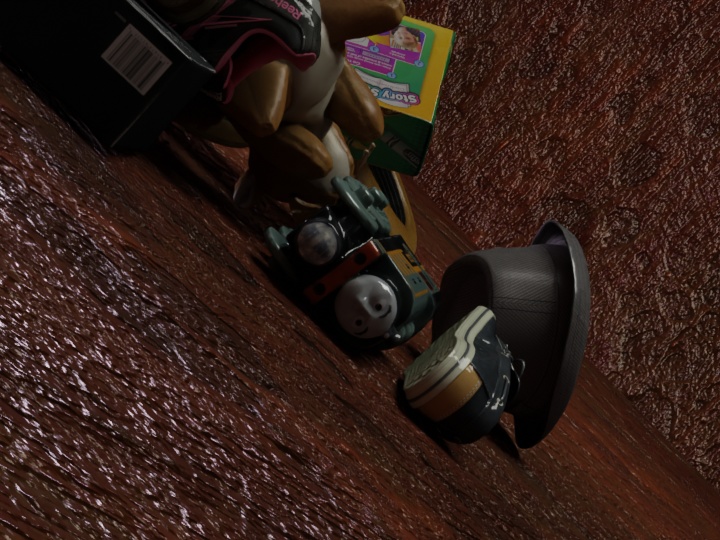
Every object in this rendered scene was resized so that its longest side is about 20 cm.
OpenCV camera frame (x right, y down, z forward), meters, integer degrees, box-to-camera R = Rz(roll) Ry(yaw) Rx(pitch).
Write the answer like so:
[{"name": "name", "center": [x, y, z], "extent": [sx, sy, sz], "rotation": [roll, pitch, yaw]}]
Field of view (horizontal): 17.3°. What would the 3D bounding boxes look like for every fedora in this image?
[{"name": "fedora", "center": [0.107, 0.045, 1.837], "extent": [0.090, 0.178, 0.200], "rotation": [8, -9, -13]}, {"name": "fedora", "center": [-0.022, -0.080, 1.920], "extent": [0.201, 0.081, 0.202], "rotation": [-23, 90, -81]}]

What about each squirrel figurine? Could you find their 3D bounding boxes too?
[{"name": "squirrel figurine", "center": [-0.071, -0.132, 1.682], "extent": [0.199, 0.142, 0.187], "rotation": [32, -22, 22]}]

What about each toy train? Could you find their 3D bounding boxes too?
[{"name": "toy train", "center": [0.000, 0.000, 1.612], "extent": [0.114, 0.085, 0.200], "rotation": [53, 5, 3]}]

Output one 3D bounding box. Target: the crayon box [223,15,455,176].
[{"name": "crayon box", "center": [-0.035, -0.155, 1.806], "extent": [0.199, 0.058, 0.119], "rotation": [17, 43, -1]}]

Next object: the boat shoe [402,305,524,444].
[{"name": "boat shoe", "center": [0.071, 0.073, 1.601], "extent": [0.062, 0.075, 0.200], "rotation": [48, 10, -3]}]

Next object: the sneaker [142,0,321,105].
[{"name": "sneaker", "center": [-0.115, -0.152, 1.556], "extent": [0.079, 0.199, 0.096], "rotation": [45, 36, -69]}]

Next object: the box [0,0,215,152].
[{"name": "box", "center": [-0.192, -0.167, 1.464], "extent": [0.200, 0.079, 0.141], "rotation": [43, 6, 1]}]

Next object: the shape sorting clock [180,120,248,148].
[{"name": "shape sorting clock", "center": [-0.152, -0.173, 1.880], "extent": [0.199, 0.039, 0.201], "rotation": [34, 29, -22]}]

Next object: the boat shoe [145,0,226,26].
[{"name": "boat shoe", "center": [-0.157, -0.237, 1.495], "extent": [0.200, 0.076, 0.074], "rotation": [44, 6, 26]}]
